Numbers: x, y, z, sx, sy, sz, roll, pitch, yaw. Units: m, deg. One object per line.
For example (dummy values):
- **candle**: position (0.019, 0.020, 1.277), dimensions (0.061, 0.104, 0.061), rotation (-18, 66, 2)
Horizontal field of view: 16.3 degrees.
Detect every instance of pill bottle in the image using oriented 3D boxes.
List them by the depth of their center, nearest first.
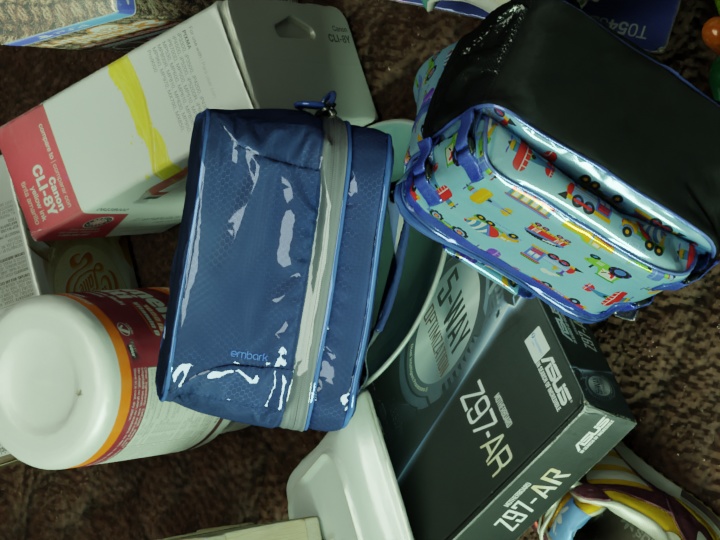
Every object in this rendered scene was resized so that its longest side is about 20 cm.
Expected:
- **pill bottle**: position (-0.144, 0.066, 1.623), dimensions (0.109, 0.200, 0.110), rotation (2, 93, 33)

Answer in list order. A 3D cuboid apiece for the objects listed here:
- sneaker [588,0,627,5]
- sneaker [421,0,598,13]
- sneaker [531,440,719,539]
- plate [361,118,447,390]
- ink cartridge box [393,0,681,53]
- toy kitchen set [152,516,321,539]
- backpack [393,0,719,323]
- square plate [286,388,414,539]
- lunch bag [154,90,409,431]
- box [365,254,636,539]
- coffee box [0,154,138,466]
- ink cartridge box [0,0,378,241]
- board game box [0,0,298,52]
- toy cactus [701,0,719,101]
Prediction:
- **sneaker**: position (0.112, -0.214, 1.520), dimensions (0.200, 0.073, 0.071), rotation (32, 111, 28)
- **sneaker**: position (0.118, -0.175, 1.422), dimensions (0.199, 0.070, 0.094), rotation (8, 126, 19)
- **sneaker**: position (0.128, 0.135, 1.513), dimensions (0.200, 0.090, 0.075), rotation (29, 107, 29)
- **plate**: position (0.000, 0.000, 1.591), dimensions (0.200, 0.026, 0.201), rotation (-33, 44, 39)
- **ink cartridge box**: position (0.115, -0.242, 1.478), dimensions (0.196, 0.043, 0.201), rotation (13, 75, 23)
- **toy kitchen set**: position (-0.120, 0.272, 1.599), dimensions (0.180, 0.163, 0.201), rotation (-18, 82, 62)
- **backpack**: position (0.104, -0.054, 1.419), dimensions (0.200, 0.182, 0.135), rotation (-26, 35, 61)
- **square plate**: position (-0.002, 0.194, 1.560), dimensions (0.200, 0.028, 0.199), rotation (125, 132, -67)
- **lunch bag**: position (-0.041, -0.008, 1.475), dimensions (0.132, 0.136, 0.201), rotation (9, 92, -7)
- **box**: position (0.069, 0.067, 1.531), dimensions (0.160, 0.043, 0.200), rotation (-47, 43, 26)
- **coffee box**: position (-0.212, 0.025, 1.719), dimensions (0.080, 0.114, 0.201), rotation (-18, 83, 32)
- **ink cartridge box**: position (-0.111, -0.095, 1.628), dimensions (0.200, 0.145, 0.084), rotation (-26, 78, 31)
- **board game box**: position (-0.142, -0.227, 1.610), dimensions (0.097, 0.200, 0.160), rotation (-11, 87, 33)
- **toy cactus**: position (0.241, -0.076, 1.446), dimensions (0.200, 0.102, 0.165), rotation (58, 138, 14)
